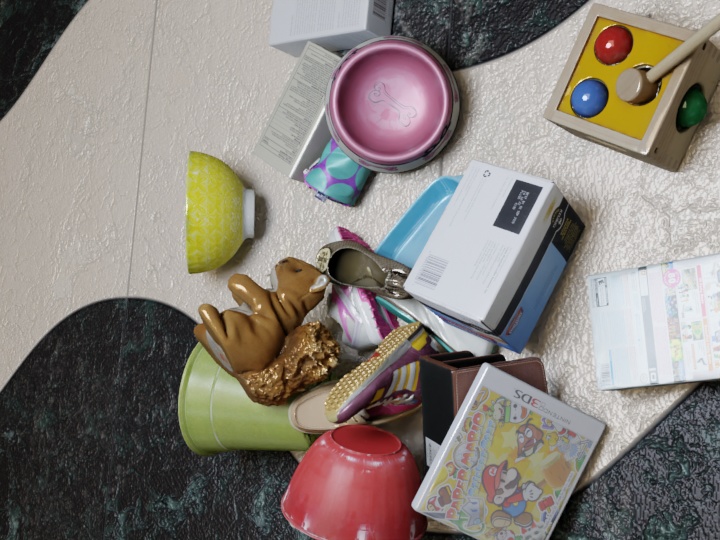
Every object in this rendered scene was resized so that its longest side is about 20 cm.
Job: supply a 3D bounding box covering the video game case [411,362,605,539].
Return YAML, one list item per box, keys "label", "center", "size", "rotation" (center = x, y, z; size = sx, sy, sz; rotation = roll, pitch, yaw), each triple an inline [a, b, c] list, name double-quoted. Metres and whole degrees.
- label: "video game case"
  center: [0.186, 0.241, 1.281]
  size: [0.200, 0.182, 0.023]
  rotation: [-63, 14, 0]

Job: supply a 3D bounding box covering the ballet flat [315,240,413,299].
- label: "ballet flat"
  center: [0.000, 0.000, 1.444]
  size: [0.200, 0.046, 0.068]
  rotation: [20, 102, 44]

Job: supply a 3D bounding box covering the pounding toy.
- label: "pounding toy"
  center: [0.353, -0.237, 1.268]
  size: [0.200, 0.142, 0.184]
  rotation: [29, 100, 37]

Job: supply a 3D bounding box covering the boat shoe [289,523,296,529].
- label: "boat shoe"
  center: [-0.037, 0.303, 1.505]
  size: [0.069, 0.071, 0.200]
  rotation: [33, 100, 38]

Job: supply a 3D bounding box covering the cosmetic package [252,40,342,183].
- label: "cosmetic package"
  center: [-0.071, -0.243, 1.622]
  size: [0.103, 0.087, 0.200]
  rotation: [37, 103, 34]

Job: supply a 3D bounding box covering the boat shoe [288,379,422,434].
- label: "boat shoe"
  center: [-0.001, 0.183, 1.434]
  size: [0.200, 0.069, 0.074]
  rotation: [-12, 85, -7]

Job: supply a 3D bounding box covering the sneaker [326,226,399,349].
- label: "sneaker"
  center: [-0.017, 0.030, 1.535]
  size: [0.088, 0.081, 0.200]
  rotation: [-29, 65, 28]

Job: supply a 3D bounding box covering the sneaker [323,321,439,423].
- label: "sneaker"
  center: [0.039, 0.153, 1.362]
  size: [0.075, 0.200, 0.090]
  rotation: [-18, 109, 54]

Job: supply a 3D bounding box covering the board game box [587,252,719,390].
- label: "board game box"
  center: [0.382, 0.063, 1.241]
  size: [0.200, 0.064, 0.148]
  rotation: [-11, 76, 36]

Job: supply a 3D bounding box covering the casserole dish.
- label: "casserole dish"
  center: [0.100, -0.045, 1.459]
  size: [0.200, 0.039, 0.121]
  rotation: [-50, 41, 1]

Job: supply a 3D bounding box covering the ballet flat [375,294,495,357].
- label: "ballet flat"
  center: [0.110, 0.069, 1.451]
  size: [0.200, 0.069, 0.070]
  rotation: [36, 103, 31]

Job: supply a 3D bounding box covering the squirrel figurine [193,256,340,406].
- label: "squirrel figurine"
  center: [-0.110, 0.082, 1.456]
  size: [0.187, 0.142, 0.200]
  rotation: [-35, 76, -20]

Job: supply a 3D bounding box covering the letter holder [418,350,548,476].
- label: "letter holder"
  center: [0.165, 0.209, 1.346]
  size: [0.101, 0.142, 0.200]
  rotation: [-166, 71, -68]

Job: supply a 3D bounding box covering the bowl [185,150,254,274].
- label: "bowl"
  center: [-0.227, -0.093, 1.683]
  size: [0.107, 0.200, 0.201]
  rotation: [1, 79, -6]

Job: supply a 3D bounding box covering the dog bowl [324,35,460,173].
- label: "dog bowl"
  center: [0.044, -0.239, 1.479]
  size: [0.200, 0.074, 0.201]
  rotation: [0, 96, 3]

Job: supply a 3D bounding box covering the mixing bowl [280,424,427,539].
- label: "mixing bowl"
  center: [0.001, 0.273, 1.368]
  size: [0.200, 0.200, 0.109]
  rotation: [21, 108, 37]

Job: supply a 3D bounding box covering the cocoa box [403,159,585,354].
- label: "cocoa box"
  center: [0.177, -0.018, 1.341]
  size: [0.133, 0.131, 0.200]
  rotation: [22, 80, 37]

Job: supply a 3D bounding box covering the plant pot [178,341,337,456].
- label: "plant pot"
  center: [-0.137, 0.193, 1.548]
  size: [0.190, 0.200, 0.201]
  rotation: [5, 85, 25]

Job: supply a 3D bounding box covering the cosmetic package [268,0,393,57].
- label: "cosmetic package"
  center: [-0.047, -0.407, 1.643]
  size: [0.200, 0.071, 0.102]
  rotation: [2, 83, 37]

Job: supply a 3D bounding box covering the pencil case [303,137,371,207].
- label: "pencil case"
  center: [-0.012, -0.197, 1.567]
  size: [0.200, 0.092, 0.085]
  rotation: [-63, 9, 9]
